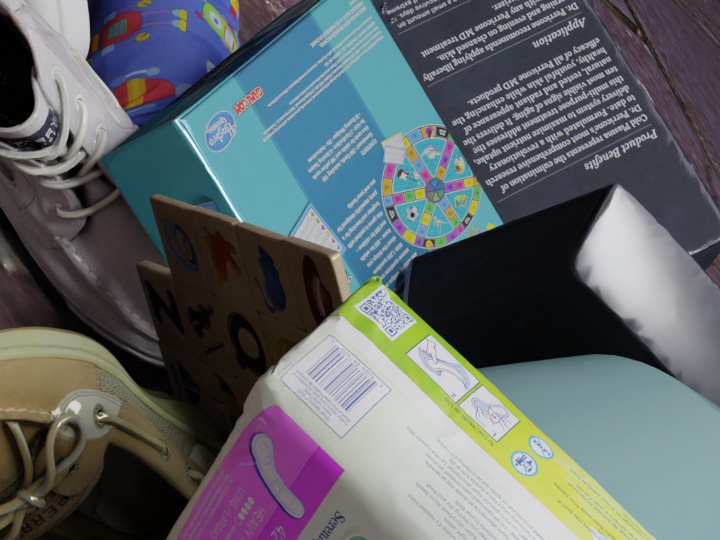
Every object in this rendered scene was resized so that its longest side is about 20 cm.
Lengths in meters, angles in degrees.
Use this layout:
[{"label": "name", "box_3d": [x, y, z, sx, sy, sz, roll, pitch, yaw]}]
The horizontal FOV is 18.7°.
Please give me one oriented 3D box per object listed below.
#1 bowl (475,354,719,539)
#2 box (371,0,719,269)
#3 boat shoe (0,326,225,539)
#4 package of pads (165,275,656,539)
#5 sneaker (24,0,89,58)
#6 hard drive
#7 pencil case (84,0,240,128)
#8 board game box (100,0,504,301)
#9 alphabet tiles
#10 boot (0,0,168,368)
[{"label": "bowl", "box_3d": [0.083, 0.110, 0.768, 0.105, 0.201, 0.202, -28, 81, -31]}, {"label": "box", "box_3d": [0.074, -0.042, 1.158, 0.198, 0.123, 0.200, 61, -16, 13]}, {"label": "boat shoe", "box_3d": [-0.096, 0.074, 0.748, 0.063, 0.073, 0.201, 59, 10, 26]}, {"label": "package of pads", "box_3d": [0.009, 0.121, 0.684, 0.154, 0.201, 0.068, 42, 49, 10]}, {"label": "sneaker", "box_3d": [-0.193, -0.168, 0.965, 0.084, 0.073, 0.201, -28, 92, -37]}, {"label": "hard drive", "box_3d": [0.112, 0.063, 0.847, 0.200, 0.134, 0.042, 48, 53, -18]}, {"label": "pencil case", "box_3d": [-0.089, -0.080, 1.004, 0.087, 0.078, 0.201, 48, 17, -29]}, {"label": "board game box", "box_3d": [0.000, 0.000, 0.889, 0.201, 0.047, 0.151, 59, 39, -11]}, {"label": "alphabet tiles", "box_3d": [-0.022, 0.059, 0.778, 0.199, 0.006, 0.168, 19, -52, 57]}, {"label": "boot", "box_3d": [-0.122, -0.043, 0.857, 0.200, 0.073, 0.096, 48, 1, 5]}]
